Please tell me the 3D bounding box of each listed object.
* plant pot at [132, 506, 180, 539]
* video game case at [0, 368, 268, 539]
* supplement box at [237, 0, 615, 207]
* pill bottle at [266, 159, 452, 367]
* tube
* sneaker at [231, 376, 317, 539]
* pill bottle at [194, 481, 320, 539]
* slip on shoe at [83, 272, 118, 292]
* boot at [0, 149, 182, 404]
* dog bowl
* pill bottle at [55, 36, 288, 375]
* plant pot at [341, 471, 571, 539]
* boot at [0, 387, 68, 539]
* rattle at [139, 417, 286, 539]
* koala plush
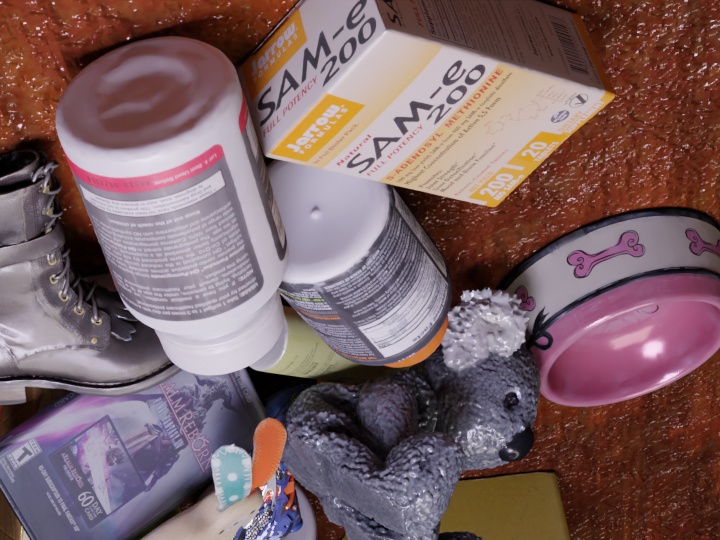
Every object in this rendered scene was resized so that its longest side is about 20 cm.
[{"bbox_3d":[-0.224,0.271,1.604,0.200,0.193,0.201,-14,150,-8],"label":"plant pot"},{"bbox_3d":[-0.166,0.127,1.451,0.200,0.019,0.143,-34,131,-16],"label":"video game case"},{"bbox_3d":[0.042,-0.116,1.228,0.199,0.074,0.126,10,139,-40],"label":"supplement box"},{"bbox_3d":[0.000,0.000,1.366,0.106,0.107,0.200,-23,150,9],"label":"pill bottle"},{"bbox_3d":[-0.007,0.063,1.528,0.058,0.052,0.200,9,178,41],"label":"tube"},{"bbox_3d":[-0.075,0.173,1.576,0.078,0.075,0.201,25,104,1],"label":"sneaker"},{"bbox_3d":[-0.087,0.264,1.753,0.112,0.113,0.200,-16,151,-5],"label":"pill bottle"},{"bbox_3d":[-0.227,0.048,1.361,0.199,0.061,0.076,-6,148,-22],"label":"slip on shoe"},{"bbox_3d":[-0.194,-0.001,1.262,0.199,0.069,0.175,-11,129,-11],"label":"boot"},{"bbox_3d":[0.209,0.037,1.579,0.199,0.074,0.200,-14,150,-8],"label":"dog bowl"},{"bbox_3d":[-0.105,-0.032,1.197,0.110,0.111,0.200,-17,133,-2],"label":"pill bottle"},{"bbox_3d":[0.098,0.330,1.880,0.195,0.201,0.194,-3,147,-27],"label":"plant pot"},{"bbox_3d":[-0.201,0.166,1.507,0.155,0.073,0.201,-1,111,-33],"label":"boot"},{"bbox_3d":[-0.099,0.226,1.465,0.200,0.143,0.130,-38,151,18],"label":"rattle"},{"bbox_3d":[0.058,0.115,1.499,0.200,0.184,0.178,-42,143,-20],"label":"koala plush"}]
